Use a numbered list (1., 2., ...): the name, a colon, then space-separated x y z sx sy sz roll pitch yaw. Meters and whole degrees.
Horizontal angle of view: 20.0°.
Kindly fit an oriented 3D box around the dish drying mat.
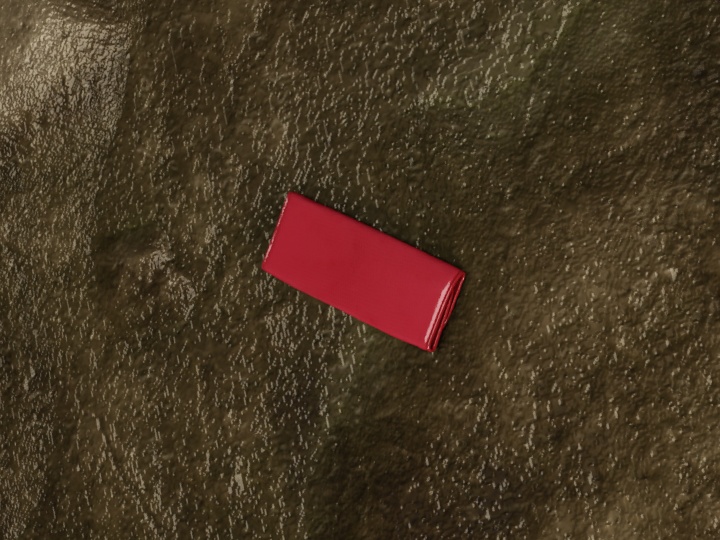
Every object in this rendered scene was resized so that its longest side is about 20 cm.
1. dish drying mat: 0.000 0.000 1.766 0.199 0.018 0.077 26 99 36
